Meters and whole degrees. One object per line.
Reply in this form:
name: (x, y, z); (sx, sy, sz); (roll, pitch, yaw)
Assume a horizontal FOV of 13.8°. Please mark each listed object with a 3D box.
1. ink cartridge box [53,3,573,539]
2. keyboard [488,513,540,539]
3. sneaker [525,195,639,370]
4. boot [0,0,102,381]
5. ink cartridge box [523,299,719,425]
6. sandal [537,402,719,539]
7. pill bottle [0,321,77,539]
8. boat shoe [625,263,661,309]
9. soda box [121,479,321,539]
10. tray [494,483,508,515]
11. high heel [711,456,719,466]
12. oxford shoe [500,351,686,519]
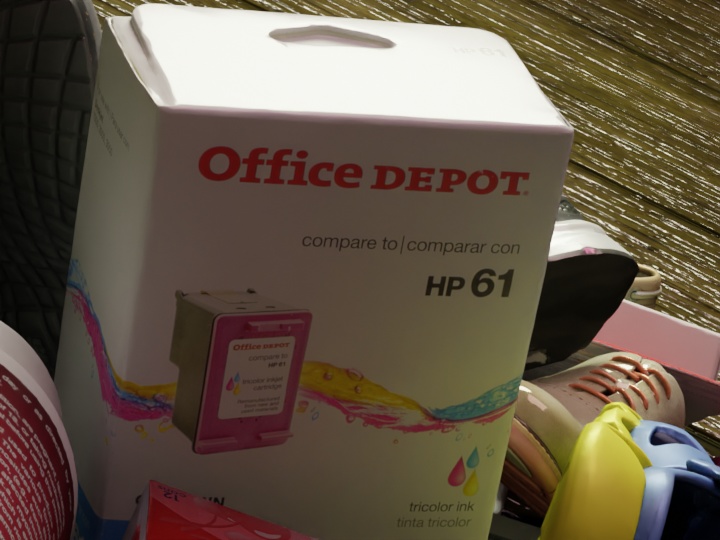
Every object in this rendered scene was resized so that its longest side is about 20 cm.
ink cartridge box: (-0.023, 0.019, 1.016); (0.144, 0.200, 0.085); (1, 25, -18)
keyboard: (0.049, 0.108, 1.098); (0.200, 0.011, 0.056); (16, 28, 27)
sneaker: (0.000, 0.000, 1.135); (0.200, 0.080, 0.086); (-4, 43, -30)
boot: (-0.101, -0.041, 1.119); (0.070, 0.200, 0.132); (12, 33, 18)
ink cartridge box: (0.063, 0.017, 1.278); (0.200, 0.045, 0.176); (19, -13, -11)
sandal: (0.104, 0.094, 0.996); (0.087, 0.080, 0.200); (20, 5, 5)
pill bottle: (-0.145, 0.080, 0.882); (0.113, 0.113, 0.200); (22, 19, -3)
boat shoe: (0.042, -0.003, 1.401); (0.200, 0.063, 0.073); (18, 20, -14)
soda box: (0.010, 0.140, 0.966); (0.200, 0.070, 0.063); (20, 18, -9)
tray: (-0.030, 0.051, 1.236); (0.200, 0.022, 0.107); (24, 18, 3)
high heel: (0.110, 0.108, 1.167); (0.096, 0.067, 0.200); (31, 21, -5)
oxford shoe: (0.083, 0.057, 1.150); (0.071, 0.074, 0.200); (43, 3, 13)
